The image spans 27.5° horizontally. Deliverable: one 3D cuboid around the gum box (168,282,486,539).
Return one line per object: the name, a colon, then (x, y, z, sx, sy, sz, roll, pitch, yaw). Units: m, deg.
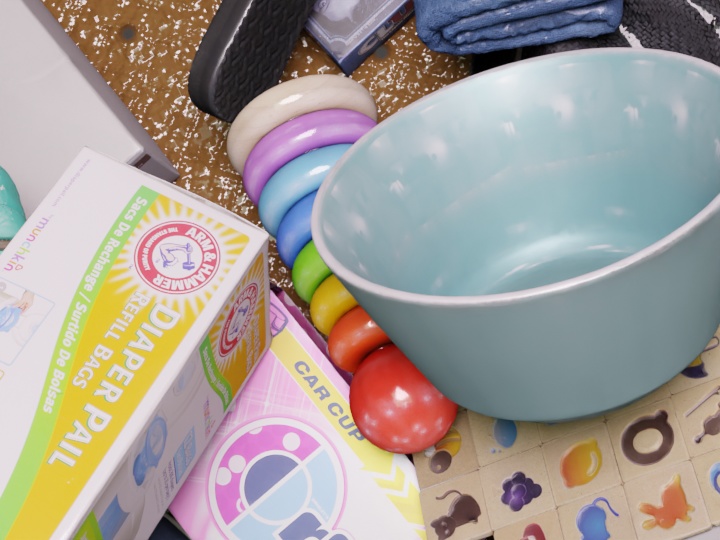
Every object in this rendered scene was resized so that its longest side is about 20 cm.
gum box: (-0.029, 0.117, 0.775, 0.113, 0.066, 0.200, -40, 80, 2)

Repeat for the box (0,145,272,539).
box: (-0.131, 0.062, 0.671, 0.101, 0.113, 0.200, 25, 61, 12)

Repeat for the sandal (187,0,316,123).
sandal: (-0.043, -0.177, 0.779, 0.048, 0.075, 0.201, 28, 87, 27)

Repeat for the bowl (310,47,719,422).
bowl: (0.087, -0.006, 0.664, 0.200, 0.201, 0.105, -16, 121, 5)

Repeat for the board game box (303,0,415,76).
board game box: (0.019, -0.227, 0.828, 0.200, 0.035, 0.136, -43, 80, 1)

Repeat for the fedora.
fedora: (0.150, -0.094, 0.764, 0.200, 0.092, 0.202, -1, 83, 8)

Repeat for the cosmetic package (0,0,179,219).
cosmetic package: (-0.205, -0.099, 0.818, 0.107, 0.090, 0.200, -38, 83, 3)

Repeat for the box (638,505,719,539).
box: (0.129, 0.209, 0.697, 0.200, 0.106, 0.153, -31, 108, 2)

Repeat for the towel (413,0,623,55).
towel: (0.075, -0.210, 0.748, 0.111, 0.049, 0.201, -9, 67, 18)

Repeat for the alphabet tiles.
alphabet tiles: (0.114, 0.059, 0.707, 0.199, 0.006, 0.167, -23, 54, 17)

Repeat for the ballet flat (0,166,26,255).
ballet flat: (-0.216, -0.006, 0.750, 0.067, 0.200, 0.071, -3, 71, -32)

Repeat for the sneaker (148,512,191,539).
sneaker: (-0.162, 0.138, 0.782, 0.200, 0.085, 0.075, 32, 88, 10)

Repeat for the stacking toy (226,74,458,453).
stacking toy: (0.000, 0.000, 0.752, 0.085, 0.085, 0.201, -25, 64, 4)
